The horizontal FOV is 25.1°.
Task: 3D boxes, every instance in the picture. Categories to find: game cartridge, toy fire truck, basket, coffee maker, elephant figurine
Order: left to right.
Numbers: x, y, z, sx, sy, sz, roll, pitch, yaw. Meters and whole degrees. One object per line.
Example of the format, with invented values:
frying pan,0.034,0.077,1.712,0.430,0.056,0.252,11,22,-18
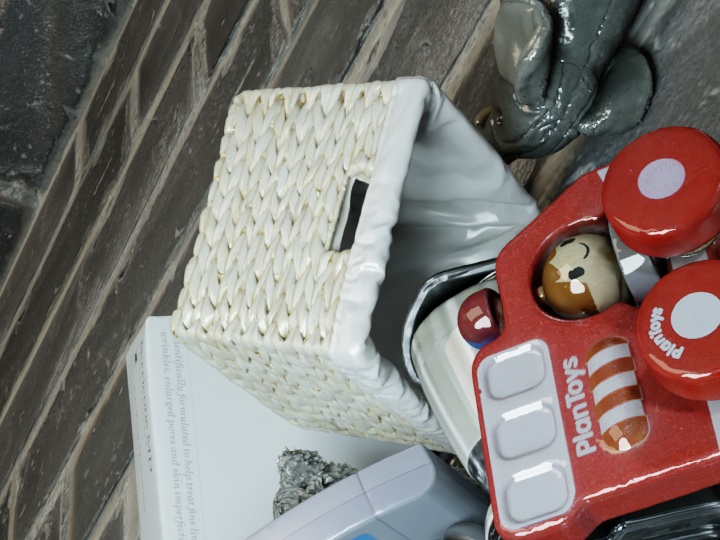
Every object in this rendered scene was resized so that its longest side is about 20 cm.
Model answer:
game cartridge,-0.018,0.184,0.979,0.199,0.133,0.041,-35,49,11
basket,0.000,0.000,1.082,0.160,0.200,0.200,2,67,30
elephant figurine,0.142,-0.145,1.157,0.155,0.140,0.202,69,-153,-68
coffee maker,0.137,0.085,0.906,0.191,0.135,0.201,-26,53,6
toy fire truck,0.130,0.032,0.821,0.167,0.112,0.201,-21,51,17

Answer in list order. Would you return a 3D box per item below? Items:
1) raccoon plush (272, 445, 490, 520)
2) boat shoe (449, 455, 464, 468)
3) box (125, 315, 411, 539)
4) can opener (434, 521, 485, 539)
raccoon plush,0.034,0.139,1.057,0.200,0.134,0.097,-41,35,14
boat shoe,0.064,0.205,1.119,0.067,0.057,0.201,-45,33,48
box,-0.068,0.138,1.224,0.131,0.198,0.201,135,131,-67
can opener,0.084,0.248,0.941,0.066,0.053,0.202,1,107,41
